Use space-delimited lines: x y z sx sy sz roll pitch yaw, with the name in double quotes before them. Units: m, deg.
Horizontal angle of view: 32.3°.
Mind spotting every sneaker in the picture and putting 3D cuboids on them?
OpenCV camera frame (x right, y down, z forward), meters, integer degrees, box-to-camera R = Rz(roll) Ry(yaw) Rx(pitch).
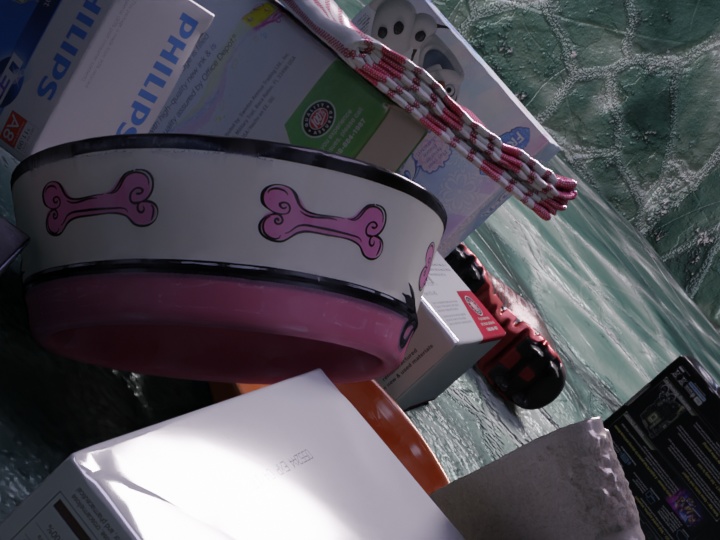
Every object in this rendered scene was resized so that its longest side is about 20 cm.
"sneaker" 0.112 0.037 1.154 0.201 0.071 0.098 48 15 -3

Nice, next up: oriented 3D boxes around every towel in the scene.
"towel" 0.073 0.149 0.537 0.034 0.200 0.133 -15 76 -28
"towel" 0.033 -0.111 0.738 0.200 0.030 0.146 33 10 -39

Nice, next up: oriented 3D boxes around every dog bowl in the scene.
"dog bowl" -0.062 0.005 0.568 0.200 0.199 0.074 24 65 -55

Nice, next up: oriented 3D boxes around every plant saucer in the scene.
"plant saucer" -0.016 0.102 0.715 0.200 0.032 0.200 42 15 -14

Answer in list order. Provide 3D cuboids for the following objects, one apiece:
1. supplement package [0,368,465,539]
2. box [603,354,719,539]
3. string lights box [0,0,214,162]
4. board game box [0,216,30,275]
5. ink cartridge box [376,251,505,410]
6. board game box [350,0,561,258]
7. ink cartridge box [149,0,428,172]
"supplement package" -0.035 0.137 0.421 0.156 0.111 0.200 49 16 10
"box" 0.269 0.195 1.005 0.200 0.160 0.043 53 18 25
"string lights box" -0.173 -0.126 0.618 0.200 0.103 0.059 33 5 36
"board game box" -0.211 -0.017 0.429 0.200 0.062 0.200 47 14 3
"ink cartridge box" 0.000 0.000 0.916 0.200 0.083 0.146 50 16 13
"board game box" 0.028 -0.106 1.039 0.199 0.200 0.043 52 15 19
"ink cartridge box" -0.082 -0.097 0.766 0.200 0.145 0.087 41 11 17
